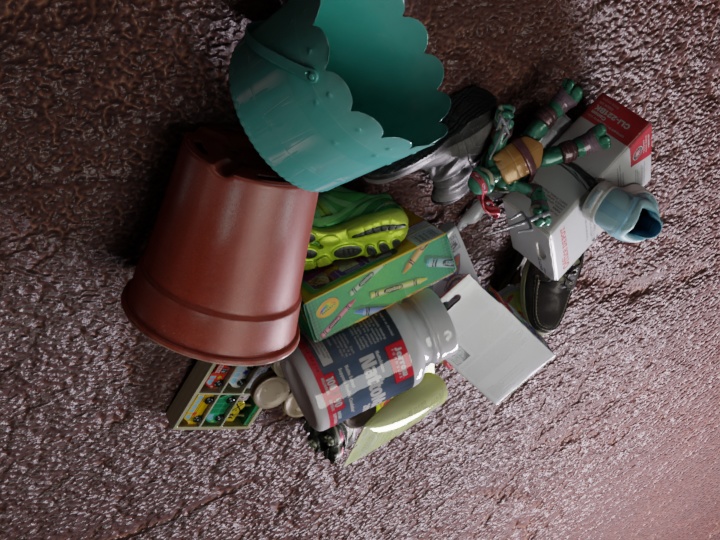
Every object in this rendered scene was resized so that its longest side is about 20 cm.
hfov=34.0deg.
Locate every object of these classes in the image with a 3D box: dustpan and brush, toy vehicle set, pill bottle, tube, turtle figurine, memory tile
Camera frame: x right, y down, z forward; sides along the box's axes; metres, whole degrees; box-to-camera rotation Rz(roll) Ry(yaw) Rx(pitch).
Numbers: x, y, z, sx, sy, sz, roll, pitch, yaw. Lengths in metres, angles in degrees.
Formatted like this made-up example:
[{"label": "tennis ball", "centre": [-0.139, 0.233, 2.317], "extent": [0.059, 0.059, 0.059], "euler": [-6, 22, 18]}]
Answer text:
[{"label": "dustpan and brush", "centre": [0.203, -0.122, 1.545], "extent": [0.201, 0.057, 0.139], "euler": [-54, 152, 8]}, {"label": "toy vehicle set", "centre": [-0.151, 0.125, 1.494], "extent": [0.124, 0.027, 0.201], "euler": [5, 129, -42]}, {"label": "pill bottle", "centre": [0.012, 0.101, 1.429], "extent": [0.199, 0.120, 0.120], "euler": [-25, 140, -14]}, {"label": "tube", "centre": [0.046, 0.196, 1.588], "extent": [0.200, 0.052, 0.058], "euler": [-30, 111, -49]}, {"label": "turtle figurine", "centre": [0.196, -0.137, 1.415], "extent": [0.199, 0.101, 0.150], "euler": [-35, 109, -15]}, {"label": "memory tile", "centre": [-0.034, 0.129, 1.513], "extent": [0.199, 0.017, 0.154], "euler": [18, 110, -38]}]

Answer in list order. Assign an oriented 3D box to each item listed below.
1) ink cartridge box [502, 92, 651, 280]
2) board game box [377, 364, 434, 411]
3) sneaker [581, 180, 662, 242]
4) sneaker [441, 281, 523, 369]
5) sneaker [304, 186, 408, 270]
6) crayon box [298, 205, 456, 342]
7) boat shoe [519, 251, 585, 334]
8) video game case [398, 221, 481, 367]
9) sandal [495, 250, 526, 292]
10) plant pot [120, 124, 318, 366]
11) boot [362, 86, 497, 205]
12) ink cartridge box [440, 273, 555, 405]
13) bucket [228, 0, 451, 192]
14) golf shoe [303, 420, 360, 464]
[{"label": "ink cartridge box", "centre": [0.282, -0.105, 1.525], "extent": [0.200, 0.084, 0.144], "euler": [-47, 154, -11]}, {"label": "board game box", "centre": [0.050, 0.129, 1.660], "extent": [0.101, 0.048, 0.201], "euler": [-26, 140, -17]}, {"label": "sneaker", "centre": [0.349, -0.062, 1.498], "extent": [0.199, 0.082, 0.074], "euler": [-3, 127, -57]}, {"label": "sneaker", "centre": [0.192, 0.087, 1.658], "extent": [0.199, 0.091, 0.078], "euler": [-24, 123, 5]}, {"label": "sneaker", "centre": [-0.045, -0.052, 1.384], "extent": [0.198, 0.084, 0.074], "euler": [-5, 130, -11]}, {"label": "crayon box", "centre": [0.000, 0.000, 1.426], "extent": [0.199, 0.119, 0.059], "euler": [-26, 119, -16]}, {"label": "boat shoe", "centre": [0.269, -0.012, 1.616], "extent": [0.073, 0.065, 0.202], "euler": [11, 84, -17]}, {"label": "video game case", "centre": [0.071, 0.056, 1.555], "extent": [0.199, 0.024, 0.183], "euler": [-35, 131, -9]}, {"label": "sandal", "centre": [0.249, 0.018, 1.708], "extent": [0.081, 0.055, 0.201], "euler": [-7, 131, -35]}, {"label": "plant pot", "centre": [-0.135, -0.035, 1.245], "extent": [0.200, 0.201, 0.196], "euler": [-2, 121, -38]}, {"label": "boot", "centre": [0.089, -0.124, 1.427], "extent": [0.199, 0.070, 0.132], "euler": [-27, 142, -16]}, {"label": "ink cartridge box", "centre": [0.157, 0.083, 1.563], "extent": [0.109, 0.050, 0.200], "euler": [-41, 122, 11]}, {"label": "bucket", "centre": [-0.023, -0.184, 1.158], "extent": [0.134, 0.209, 0.207], "euler": [-24, 152, 32]}, {"label": "golf shoe", "centre": [-0.029, 0.175, 1.637], "extent": [0.088, 0.077, 0.201], "euler": [-36, 149, -37]}]
